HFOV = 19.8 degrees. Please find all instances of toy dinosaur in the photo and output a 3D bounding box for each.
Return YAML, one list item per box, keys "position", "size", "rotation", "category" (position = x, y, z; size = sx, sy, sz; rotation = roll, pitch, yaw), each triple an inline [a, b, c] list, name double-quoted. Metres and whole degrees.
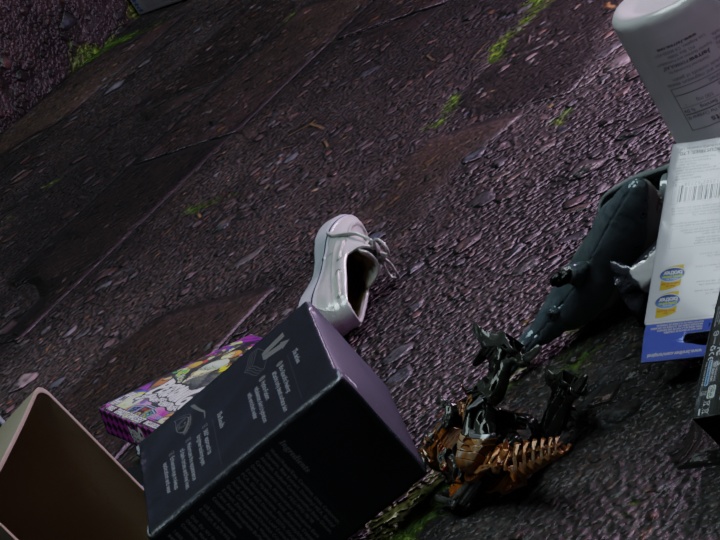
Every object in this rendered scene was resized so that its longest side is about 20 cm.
- position: [0.112, 0.128, 1.588]
  size: [0.200, 0.102, 0.136]
  rotation: [17, 74, 49]
  category: "toy dinosaur"

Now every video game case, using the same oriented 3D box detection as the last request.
- position: [-0.138, 0.121, 1.992]
  size: [0.181, 0.036, 0.200]
  rotation: [-25, 15, -22]
  category: "video game case"

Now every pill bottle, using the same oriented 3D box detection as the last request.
- position: [0.312, -0.161, 1.796]
  size: [0.114, 0.200, 0.114]
  rotation: [-28, 19, 10]
  category: "pill bottle"

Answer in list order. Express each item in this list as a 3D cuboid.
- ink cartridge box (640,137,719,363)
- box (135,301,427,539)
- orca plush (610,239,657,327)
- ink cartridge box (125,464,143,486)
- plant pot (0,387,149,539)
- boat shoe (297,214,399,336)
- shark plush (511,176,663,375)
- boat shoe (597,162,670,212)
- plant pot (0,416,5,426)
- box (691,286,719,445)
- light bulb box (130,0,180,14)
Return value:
- position: [0.289, -0.015, 1.609]
  size: [0.119, 0.042, 0.201]
  rotation: [-8, 55, 36]
  category: "ink cartridge box"
- position: [-0.069, 0.154, 1.689]
  size: [0.200, 0.117, 0.197]
  rotation: [-40, 19, 5]
  category: "box"
- position: [0.310, -0.013, 1.686]
  size: [0.200, 0.071, 0.105]
  rotation: [-37, 62, 15]
  category: "orca plush"
- position: [-0.241, 0.227, 1.945]
  size: [0.200, 0.037, 0.095]
  rotation: [-20, 21, 36]
  category: "ink cartridge box"
- position: [-0.280, 0.257, 1.710]
  size: [0.177, 0.200, 0.200]
  rotation: [-37, 16, 19]
  category: "plant pot"
- position: [-0.003, -0.003, 2.089]
  size: [0.086, 0.075, 0.202]
  rotation: [-24, 22, 24]
  category: "boat shoe"
- position: [0.180, 0.001, 1.739]
  size: [0.200, 0.091, 0.083]
  rotation: [-38, -23, 16]
  category: "shark plush"
- position: [0.281, -0.059, 1.758]
  size: [0.071, 0.070, 0.201]
  rotation: [7, -13, -34]
  category: "boat shoe"
- position: [-0.465, 0.233, 2.049]
  size: [0.200, 0.196, 0.196]
  rotation: [-30, 17, 33]
  category: "plant pot"
- position: [0.338, 0.019, 1.452]
  size: [0.193, 0.048, 0.200]
  rotation: [-14, 46, 40]
  category: "box"
- position: [-0.365, -0.632, 4.167]
  size: [0.200, 0.125, 0.198]
  rotation: [-8, 30, 51]
  category: "light bulb box"
